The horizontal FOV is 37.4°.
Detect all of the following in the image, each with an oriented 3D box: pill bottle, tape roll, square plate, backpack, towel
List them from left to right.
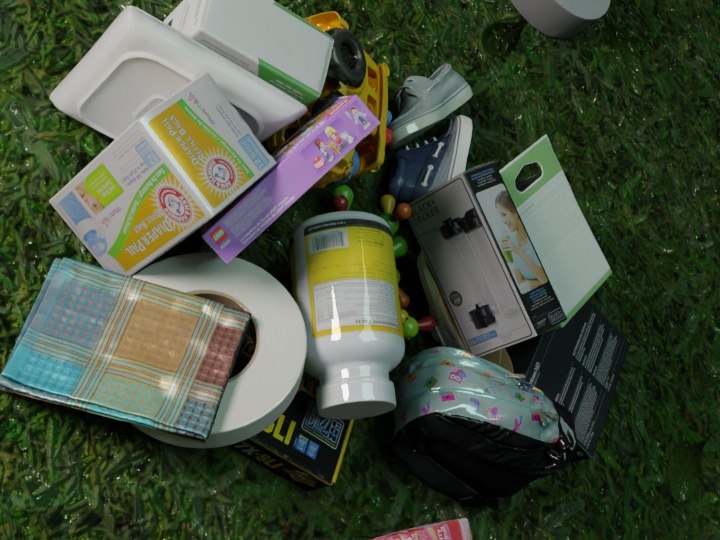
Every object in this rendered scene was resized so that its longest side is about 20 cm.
[{"bbox_3d":[-0.217,0.070,0.991,0.199,0.022,0.147,15,57,2],"label":"towel"},{"bbox_3d":[-0.187,-0.159,1.062,0.200,0.198,0.029,27,56,-28],"label":"square plate"},{"bbox_3d":[-0.153,0.074,1.034,0.202,0.037,0.203,4,57,-7],"label":"tape roll"},{"bbox_3d":[-0.013,0.048,1.108,0.112,0.112,0.201,10,65,-36],"label":"pill bottle"},{"bbox_3d":[0.125,0.176,1.215,0.200,0.167,0.127,25,40,-25],"label":"backpack"},{"bbox_3d":[0.309,-0.474,1.698,0.200,0.066,0.201,18,60,-33],"label":"tape roll"}]

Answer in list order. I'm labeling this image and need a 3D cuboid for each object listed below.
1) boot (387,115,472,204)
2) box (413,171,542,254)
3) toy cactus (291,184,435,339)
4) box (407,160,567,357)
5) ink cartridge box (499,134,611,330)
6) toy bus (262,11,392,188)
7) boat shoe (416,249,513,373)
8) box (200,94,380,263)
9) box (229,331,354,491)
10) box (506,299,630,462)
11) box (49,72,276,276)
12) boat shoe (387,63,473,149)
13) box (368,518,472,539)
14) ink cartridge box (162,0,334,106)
[{"bbox_3d":[0.089,-0.148,1.373,0.090,0.073,0.200,16,38,-2],"label":"boot"},{"bbox_3d":[0.186,-0.034,1.374,0.200,0.106,0.123,-30,93,-43],"label":"box"},{"bbox_3d":[0.000,0.000,1.228,0.165,0.102,0.201,-24,96,-33],"label":"toy cactus"},{"bbox_3d":[0.140,-0.010,1.224,0.060,0.117,0.201,-22,87,-39],"label":"box"},{"bbox_3d":[0.221,-0.045,1.299,0.145,0.048,0.200,-38,103,-42],"label":"ink cartridge box"},{"bbox_3d":[-0.029,-0.169,1.259,0.192,0.135,0.201,31,53,-46],"label":"toy bus"},{"bbox_3d":[0.112,0.062,1.296,0.071,0.069,0.200,-27,94,-39],"label":"boat shoe"},{"bbox_3d":[-0.076,-0.095,1.064,0.200,0.137,0.039,-43,102,-1],"label":"box"},{"bbox_3d":[-0.094,0.116,1.119,0.200,0.049,0.160,35,54,-23],"label":"box"},{"bbox_3d":[0.256,0.129,1.379,0.141,0.079,0.200,46,49,-18],"label":"box"},{"bbox_3d":[-0.192,-0.084,1.023,0.113,0.200,0.101,52,48,-9],"label":"box"},{"bbox_3d":[0.077,-0.220,1.398,0.072,0.070,0.201,54,41,-4],"label":"boat shoe"},{"bbox_3d":[0.072,0.370,1.109,0.099,0.095,0.201,-2,72,-39],"label":"box"},{"bbox_3d":[-0.147,-0.205,1.116,0.146,0.200,0.083,25,60,-28],"label":"ink cartridge box"}]
